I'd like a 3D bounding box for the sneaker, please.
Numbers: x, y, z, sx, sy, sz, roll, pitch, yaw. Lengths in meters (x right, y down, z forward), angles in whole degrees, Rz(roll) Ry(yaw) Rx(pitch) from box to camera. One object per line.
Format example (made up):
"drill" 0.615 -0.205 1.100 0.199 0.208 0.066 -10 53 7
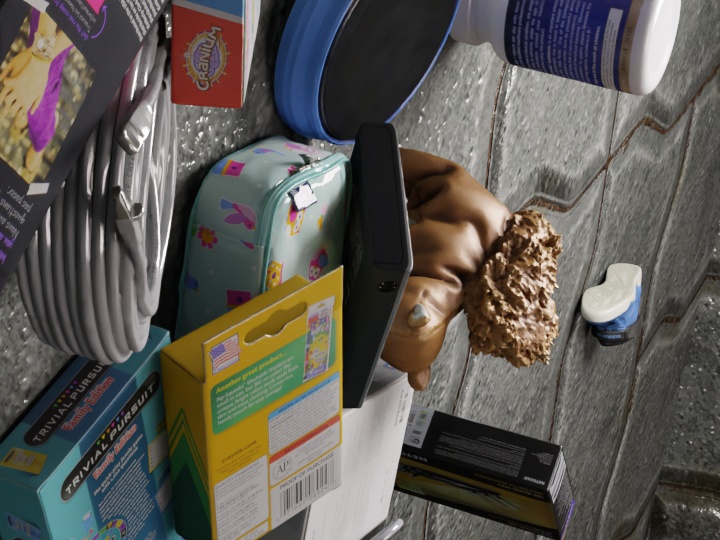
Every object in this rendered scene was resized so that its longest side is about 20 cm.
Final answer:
"sneaker" 0.379 0.072 2.275 0.200 0.076 0.112 -44 136 -62

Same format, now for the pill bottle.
"pill bottle" 0.189 -0.240 1.413 0.116 0.198 0.117 -50 149 -46

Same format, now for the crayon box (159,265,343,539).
"crayon box" -0.072 0.092 1.048 0.125 0.051 0.201 -29 135 -35

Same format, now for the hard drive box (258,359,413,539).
"hard drive box" -0.034 0.171 1.342 0.200 0.076 0.157 -22 126 -64

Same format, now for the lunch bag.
"lunch bag" -0.066 0.001 1.134 0.160 0.077 0.202 -30 134 -59

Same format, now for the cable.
"cable" -0.142 -0.048 0.836 0.201 0.068 0.201 -89 -176 -48

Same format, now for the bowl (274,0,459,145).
"bowl" 0.012 -0.187 1.170 0.201 0.039 0.201 -45 155 -28

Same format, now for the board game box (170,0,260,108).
"board game box" -0.080 -0.198 0.875 0.200 0.040 0.154 -92 -175 -66

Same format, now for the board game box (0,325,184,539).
"board game box" -0.175 0.155 1.023 0.151 0.047 0.201 -53 151 -41

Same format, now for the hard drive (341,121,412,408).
"hard drive" 0.000 0.000 1.204 0.201 0.033 0.141 108 -20 -53

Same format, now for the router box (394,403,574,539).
"router box" 0.116 0.206 1.567 0.158 0.198 0.053 65 43 -59

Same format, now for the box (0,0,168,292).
"box" -0.187 -0.108 0.697 0.201 0.121 0.106 -63 156 -22

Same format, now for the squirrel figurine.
"squirrel figurine" 0.084 0.015 1.344 0.187 0.198 0.142 -67 169 -47

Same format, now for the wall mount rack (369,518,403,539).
"wall mount rack" -0.012 0.303 1.375 0.200 0.075 0.174 -39 172 17
